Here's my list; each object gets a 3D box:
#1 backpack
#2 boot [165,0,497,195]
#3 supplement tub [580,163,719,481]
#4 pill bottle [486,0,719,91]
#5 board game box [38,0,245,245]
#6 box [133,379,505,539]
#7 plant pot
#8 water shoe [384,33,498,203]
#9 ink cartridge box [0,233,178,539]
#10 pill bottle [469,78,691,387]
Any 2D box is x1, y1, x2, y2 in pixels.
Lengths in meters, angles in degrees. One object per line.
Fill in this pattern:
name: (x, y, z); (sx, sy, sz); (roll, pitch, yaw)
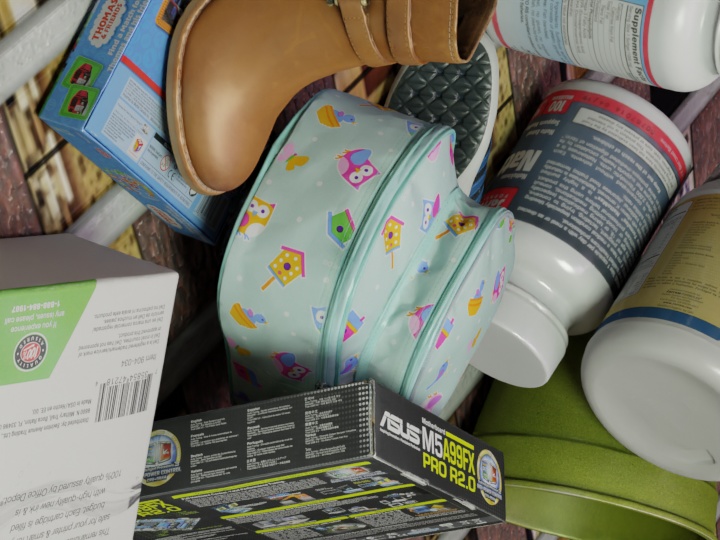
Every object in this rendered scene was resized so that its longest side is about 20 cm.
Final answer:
backpack: (0.000, 0.000, 1.192); (0.176, 0.153, 0.200); (-59, 156, -23)
boot: (-0.008, -0.120, 1.065); (0.077, 0.155, 0.200); (21, 87, -60)
supplement tub: (0.254, 0.029, 1.427); (0.200, 0.145, 0.145); (-54, 145, -32)
pill bottle: (0.185, -0.180, 1.373); (0.109, 0.200, 0.109); (-34, 133, -46)
board game box: (-0.081, -0.134, 1.130); (0.200, 0.037, 0.151); (-64, 149, -11)
box: (-0.041, 0.118, 1.164); (0.160, 0.200, 0.044); (33, 50, -54)
plant pot: (0.182, 0.093, 1.549); (0.200, 0.200, 0.193); (37, 62, -58)
water shoe: (0.048, -0.068, 1.362); (0.079, 0.071, 0.200); (-51, 154, -70)
ink cartridge box: (-0.180, 0.090, 1.044); (0.145, 0.084, 0.200); (-7, 111, -56)
pill bottle: (0.138, -0.024, 1.460); (0.200, 0.120, 0.120); (-58, 147, -23)
